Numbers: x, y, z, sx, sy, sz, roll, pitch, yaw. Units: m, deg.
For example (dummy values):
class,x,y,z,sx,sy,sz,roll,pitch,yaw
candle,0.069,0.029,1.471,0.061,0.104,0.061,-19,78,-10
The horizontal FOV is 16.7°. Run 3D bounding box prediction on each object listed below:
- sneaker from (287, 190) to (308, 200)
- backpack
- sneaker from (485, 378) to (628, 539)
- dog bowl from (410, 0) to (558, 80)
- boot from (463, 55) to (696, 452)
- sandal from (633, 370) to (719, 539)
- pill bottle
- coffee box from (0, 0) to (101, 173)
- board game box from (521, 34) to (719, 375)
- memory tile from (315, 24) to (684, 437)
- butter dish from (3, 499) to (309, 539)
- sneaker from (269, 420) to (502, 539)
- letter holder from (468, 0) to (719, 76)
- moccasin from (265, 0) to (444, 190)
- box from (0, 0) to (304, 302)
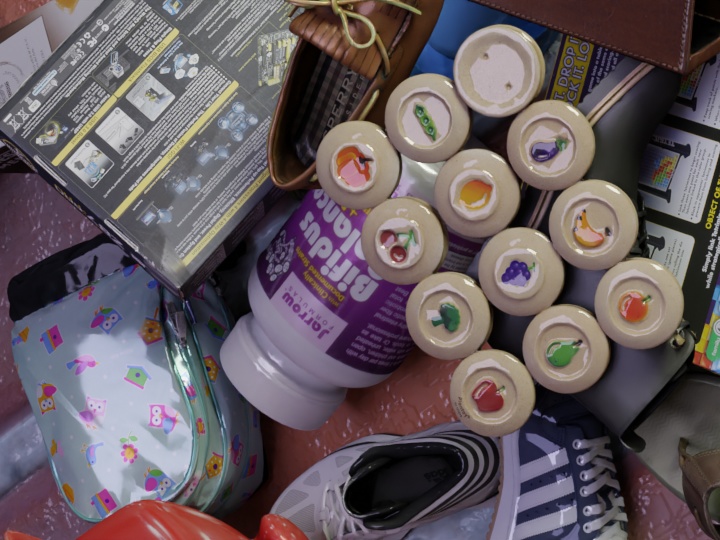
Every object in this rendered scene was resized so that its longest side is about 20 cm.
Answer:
class,x,y,z,sx,sy,sz,roll,pitch,yaw
sneaker,-0.060,-0.084,1.582,0.199,0.067,0.090,-25,70,28
backpack,-0.146,0.077,1.605,0.166,0.126,0.201,-25,78,28
sneaker,0.135,0.137,1.439,0.108,0.070,0.201,21,107,38
dog bowl,0.096,-0.196,1.490,0.112,0.049,0.200,48,114,26
boot,0.157,-0.013,1.374,0.138,0.077,0.201,39,115,18
sandal,0.226,0.130,1.384,0.201,0.057,0.080,45,113,27
pill bottle,0.000,0.000,1.513,0.112,0.112,0.200,48,114,26
coffee box,-0.174,-0.135,1.636,0.199,0.114,0.080,-22,78,32
board game box,0.181,-0.058,1.423,0.165,0.057,0.201,22,102,35
memory tile,0.076,-0.021,1.356,0.153,0.017,0.201,-31,89,20
butter dish,-0.088,0.211,1.504,0.148,0.200,0.200,-44,55,7
sneaker,-0.001,0.134,1.507,0.200,0.115,0.076,-24,76,32
letter holder,0.126,-0.216,1.347,0.199,0.100,0.143,24,130,32
moccasin,-0.008,-0.134,1.383,0.074,0.078,0.202,40,125,20
box,-0.102,-0.108,1.501,0.161,0.049,0.200,40,80,10
